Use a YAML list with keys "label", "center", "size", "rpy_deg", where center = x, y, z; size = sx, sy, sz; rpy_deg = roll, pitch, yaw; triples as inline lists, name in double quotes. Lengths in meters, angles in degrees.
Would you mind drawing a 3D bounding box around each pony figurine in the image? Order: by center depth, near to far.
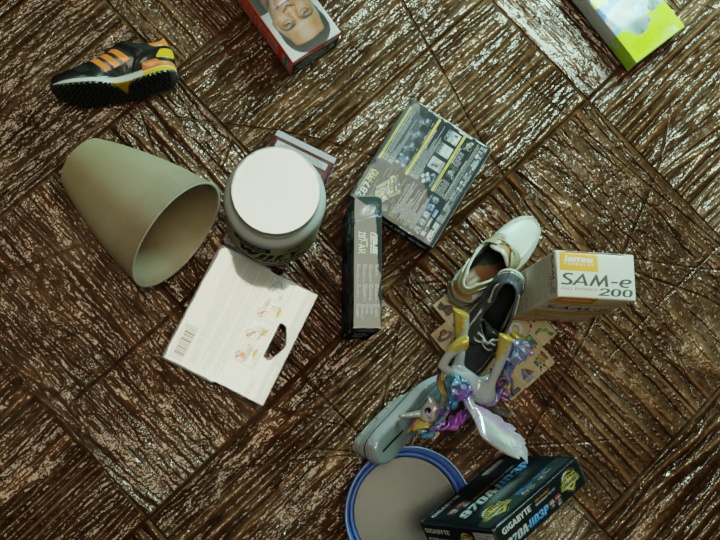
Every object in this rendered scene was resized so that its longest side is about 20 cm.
- label: "pony figurine"
  center: [0.176, 0.181, 1.445]
  size: [0.192, 0.167, 0.201]
  rpy_deg: [21, 101, -14]

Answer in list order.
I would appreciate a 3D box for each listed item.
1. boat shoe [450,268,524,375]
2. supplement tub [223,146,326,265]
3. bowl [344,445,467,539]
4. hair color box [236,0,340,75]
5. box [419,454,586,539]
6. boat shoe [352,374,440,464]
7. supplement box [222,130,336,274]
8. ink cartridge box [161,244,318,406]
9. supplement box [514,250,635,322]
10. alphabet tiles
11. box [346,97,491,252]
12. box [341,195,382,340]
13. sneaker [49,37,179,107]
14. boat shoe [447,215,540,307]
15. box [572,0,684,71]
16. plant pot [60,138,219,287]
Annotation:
- label: "boat shoe"
  center: [0.193, 0.091, 1.501]
  size: [0.072, 0.063, 0.200]
  rpy_deg: [27, 105, 4]
- label: "supplement tub"
  center: [-0.125, -0.092, 1.397]
  size: [0.144, 0.200, 0.146]
  rpy_deg: [1, 81, -6]
- label: "bowl"
  center: [0.073, 0.372, 1.485]
  size: [0.200, 0.039, 0.201]
  rpy_deg: [1, 80, -7]
- label: "hair color box"
  center: [-0.131, -0.436, 1.589]
  size: [0.101, 0.061, 0.200]
  rpy_deg: [-36, 87, -13]
- label: "box"
  center: [0.210, 0.340, 1.412]
  size: [0.200, 0.159, 0.046]
  rpy_deg: [-29, 99, -36]
- label: "boat shoe"
  center: [0.065, 0.220, 1.493]
  size: [0.200, 0.067, 0.074]
  rpy_deg: [-33, 116, -34]
- label: "supplement box"
  center: [-0.129, -0.107, 1.532]
  size: [0.109, 0.061, 0.201]
  rpy_deg: [26, 77, -2]
- label: "ink cartridge box"
  center: [-0.186, 0.086, 1.500]
  size: [0.173, 0.044, 0.201]
  rpy_deg: [27, 78, -3]
- label: "supplement box"
  center: [0.322, 0.029, 1.491]
  size: [0.126, 0.200, 0.074]
  rpy_deg: [3, 77, -10]
- label: "alphabet tiles"
  center: [0.217, 0.104, 1.568]
  size: [0.166, 0.006, 0.200]
  rpy_deg: [-39, 87, -12]
- label: "box"
  center: [0.096, -0.156, 1.576]
  size: [0.161, 0.049, 0.200]
  rpy_deg: [32, 78, -3]
- label: "box"
  center: [0.000, 0.000, 1.479]
  size: [0.043, 0.160, 0.201]
  rpy_deg: [2, 79, -7]
- label: "sneaker"
  center: [-0.395, -0.322, 1.539]
  size: [0.199, 0.070, 0.090]
  rpy_deg: [-10, 67, -9]
- label: "boat shoe"
  center: [0.225, -0.020, 1.554]
  size: [0.075, 0.068, 0.200]
  rpy_deg: [42, 71, 6]
- label: "box"
  center: [0.453, -0.463, 1.677]
  size: [0.122, 0.048, 0.200]
  rpy_deg: [-37, 87, -12]
- label: "plant pot"
  center: [-0.348, -0.109, 1.458]
  size: [0.200, 0.187, 0.187]
  rpy_deg: [37, 77, 14]
